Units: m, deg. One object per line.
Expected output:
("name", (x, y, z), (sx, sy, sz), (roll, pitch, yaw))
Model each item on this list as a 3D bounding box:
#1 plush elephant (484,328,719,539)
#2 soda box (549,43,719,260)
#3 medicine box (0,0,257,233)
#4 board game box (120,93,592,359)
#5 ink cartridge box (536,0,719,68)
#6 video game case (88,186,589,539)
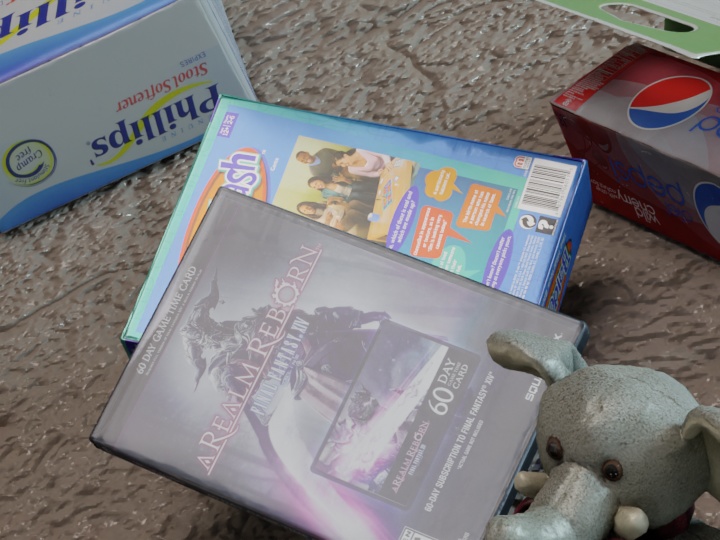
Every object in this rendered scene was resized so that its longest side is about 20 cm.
("plush elephant", (0.104, 0.110, 1.031), (0.164, 0.155, 0.200), (11, 48, 43))
("soda box", (0.185, -0.050, 1.284), (0.063, 0.070, 0.200), (-37, 34, -16))
("medicine box", (-0.177, -0.143, 1.638), (0.181, 0.103, 0.200), (-25, 31, 2))
("board game box", (0.000, 0.000, 1.273), (0.199, 0.045, 0.153), (12, 62, 17))
("ink cartridge box", (0.201, -0.119, 1.318), (0.199, 0.048, 0.145), (-14, 25, -31))
("video game case", (-0.011, 0.055, 1.207), (0.199, 0.019, 0.143), (21, 73, 19))
